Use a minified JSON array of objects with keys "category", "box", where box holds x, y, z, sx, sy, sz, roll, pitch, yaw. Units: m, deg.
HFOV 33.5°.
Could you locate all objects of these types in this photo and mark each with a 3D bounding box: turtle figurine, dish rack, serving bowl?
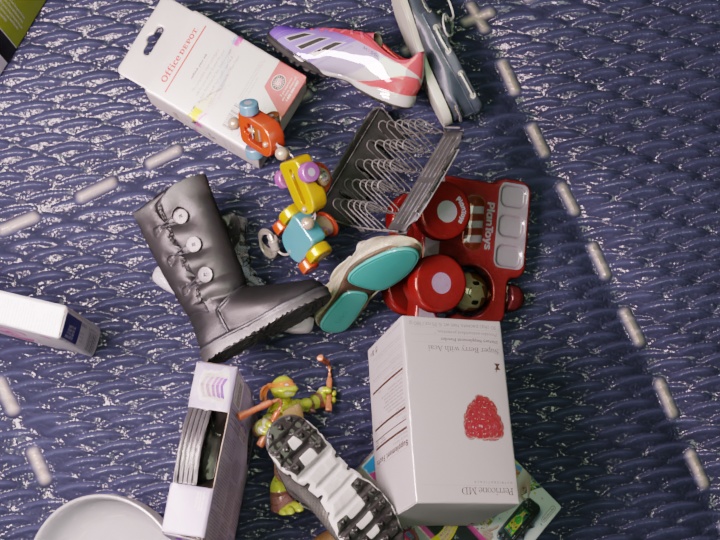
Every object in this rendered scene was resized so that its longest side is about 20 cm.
[{"category":"turtle figurine","box":[-0.086,0.189,1.356,0.064,0.200,0.163,-2,100,26]},{"category":"dish rack","box":[0.034,-0.112,1.372,0.054,0.200,0.154,33,82,-24]},{"category":"serving bowl","box":[-0.275,0.350,1.353,0.198,0.066,0.202,-1,87,17]}]

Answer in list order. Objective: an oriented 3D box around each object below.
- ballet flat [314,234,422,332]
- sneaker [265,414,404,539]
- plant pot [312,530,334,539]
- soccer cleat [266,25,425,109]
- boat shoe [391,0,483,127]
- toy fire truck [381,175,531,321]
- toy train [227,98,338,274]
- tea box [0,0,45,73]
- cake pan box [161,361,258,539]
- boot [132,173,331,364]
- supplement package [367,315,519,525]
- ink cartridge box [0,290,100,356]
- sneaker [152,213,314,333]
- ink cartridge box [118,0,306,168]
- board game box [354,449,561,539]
[{"category":"ballet flat","box":[0.000,0.000,1.362,0.067,0.200,0.063,14,52,-29]},{"category":"sneaker","box":[-0.027,0.237,1.261,0.066,0.091,0.200,-41,85,-17]},{"category":"plant pot","box":[0.004,0.377,1.301,0.185,0.200,0.188,0,83,-2]},{"category":"soccer cleat","box":[-0.016,-0.261,1.432,0.199,0.068,0.074,25,110,11]},{"category":"boat shoe","box":[0.090,-0.276,1.448,0.061,0.075,0.201,-21,85,-2]},{"category":"toy fire truck","box":[0.122,-0.015,1.407,0.167,0.112,0.202,6,83,-19]},{"category":"toy train","box":[-0.080,-0.098,1.374,0.055,0.150,0.201,-29,128,-29]},{"category":"tea box","box":[-0.493,-0.352,1.416,0.199,0.134,0.198,28,83,3]},{"category":"cake pan box","box":[-0.159,0.213,1.300,0.052,0.200,0.186,6,71,5]},{"category":"boot","box":[-0.145,-0.018,1.347,0.164,0.066,0.201,-27,75,1]},{"category":"supplement package","box":[0.086,0.165,1.291,0.120,0.120,0.202,4,67,-19]},{"category":"ink cartridge box","box":[-0.405,0.047,1.335,0.198,0.196,0.044,13,81,1]},{"category":"sneaker","box":[-0.137,-0.002,1.406,0.199,0.075,0.115,20,85,4]},{"category":"ink cartridge box","box":[-0.177,-0.227,1.440,0.199,0.068,0.117,31,83,1]},{"category":"board game box","box":[0.106,0.255,1.365,0.200,0.064,0.147,45,62,4]}]
